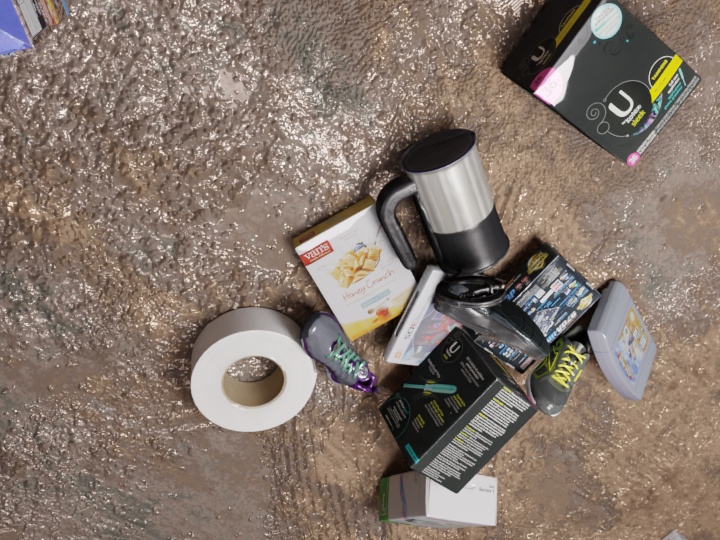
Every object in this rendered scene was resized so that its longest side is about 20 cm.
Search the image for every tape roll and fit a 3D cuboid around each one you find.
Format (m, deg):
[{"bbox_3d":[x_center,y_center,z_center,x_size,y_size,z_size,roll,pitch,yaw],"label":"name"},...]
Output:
[{"bbox_3d":[-0.175,0.162,1.158,0.200,0.071,0.205,-5,119,-10],"label":"tape roll"}]

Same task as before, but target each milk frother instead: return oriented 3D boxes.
[{"bbox_3d":[0.139,-0.068,1.018,0.180,0.200,0.189,-35,122,-14],"label":"milk frother"}]

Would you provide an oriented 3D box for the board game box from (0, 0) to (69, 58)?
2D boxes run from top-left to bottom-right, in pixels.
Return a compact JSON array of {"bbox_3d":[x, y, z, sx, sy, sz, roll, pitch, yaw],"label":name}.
[{"bbox_3d":[-0.404,-0.325,0.760,0.096,0.201,0.161,-15,120,-3],"label":"board game box"}]

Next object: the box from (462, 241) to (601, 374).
[{"bbox_3d":[0.292,0.068,1.205,0.158,0.046,0.200,32,105,-39],"label":"box"}]

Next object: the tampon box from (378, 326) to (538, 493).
[{"bbox_3d":[0.159,0.230,1.179,0.126,0.150,0.200,36,101,-34],"label":"tampon box"}]

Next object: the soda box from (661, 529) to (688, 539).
[{"bbox_3d":[0.781,0.688,1.670,0.199,0.068,0.064,38,105,-27],"label":"soda box"}]

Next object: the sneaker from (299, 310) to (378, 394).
[{"bbox_3d":[-0.025,0.132,1.133,0.075,0.087,0.200,-58,148,-17],"label":"sneaker"}]

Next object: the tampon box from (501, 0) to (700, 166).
[{"bbox_3d":[0.331,-0.273,0.991,0.199,0.127,0.151,27,109,-24],"label":"tampon box"}]

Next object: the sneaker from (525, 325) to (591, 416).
[{"bbox_3d":[0.341,0.161,1.211,0.074,0.200,0.085,33,132,3],"label":"sneaker"}]

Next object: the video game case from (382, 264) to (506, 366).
[{"bbox_3d":[0.155,0.086,1.196,0.198,0.023,0.184,10,116,-33],"label":"video game case"}]

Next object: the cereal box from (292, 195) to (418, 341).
[{"bbox_3d":[0.000,0.000,1.126,0.143,0.040,0.201,-29,121,2],"label":"cereal box"}]

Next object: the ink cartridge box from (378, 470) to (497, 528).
[{"bbox_3d":[0.138,0.421,1.305,0.143,0.085,0.200,14,155,-19],"label":"ink cartridge box"}]

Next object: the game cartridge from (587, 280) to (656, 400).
[{"bbox_3d":[0.468,0.134,1.267,0.041,0.134,0.200,-6,134,43],"label":"game cartridge"}]

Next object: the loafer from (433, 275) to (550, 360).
[{"bbox_3d":[0.208,0.081,1.123,0.199,0.073,0.073,37,119,0],"label":"loafer"}]
